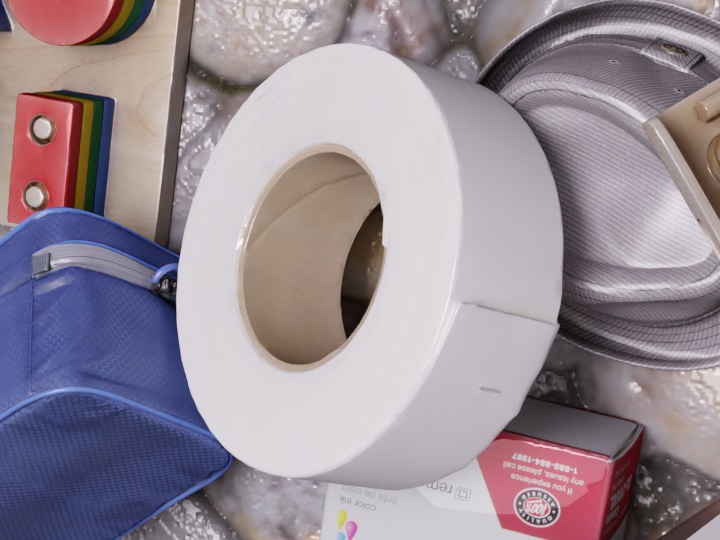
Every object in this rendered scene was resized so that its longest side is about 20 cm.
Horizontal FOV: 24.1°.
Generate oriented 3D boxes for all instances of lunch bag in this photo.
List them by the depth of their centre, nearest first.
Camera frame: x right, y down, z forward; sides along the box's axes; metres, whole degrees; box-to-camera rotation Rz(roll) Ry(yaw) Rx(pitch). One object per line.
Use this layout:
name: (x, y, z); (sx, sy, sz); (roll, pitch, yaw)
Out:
lunch bag: (-0.161, 0.057, 0.887); (0.199, 0.136, 0.133); (-33, 49, 25)

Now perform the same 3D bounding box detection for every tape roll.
tape roll: (0.000, 0.000, 0.789); (0.202, 0.070, 0.204); (-16, 68, 45)

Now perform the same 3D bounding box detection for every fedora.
fedora: (0.129, -0.037, 0.808); (0.199, 0.090, 0.178); (35, 108, 12)

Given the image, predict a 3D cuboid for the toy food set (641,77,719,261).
toy food set: (0.236, -0.049, 0.741); (0.199, 0.060, 0.144); (-30, 89, -15)

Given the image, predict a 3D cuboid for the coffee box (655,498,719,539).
coffee box: (0.214, 0.149, 0.778); (0.199, 0.080, 0.113); (-36, 130, 16)

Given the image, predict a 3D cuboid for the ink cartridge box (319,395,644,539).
ink cartridge box: (0.054, 0.166, 0.872); (0.145, 0.083, 0.202); (12, 102, 17)

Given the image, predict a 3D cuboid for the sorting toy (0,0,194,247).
sorting toy: (-0.199, -0.121, 0.925); (0.198, 0.070, 0.201); (12, 102, 18)
